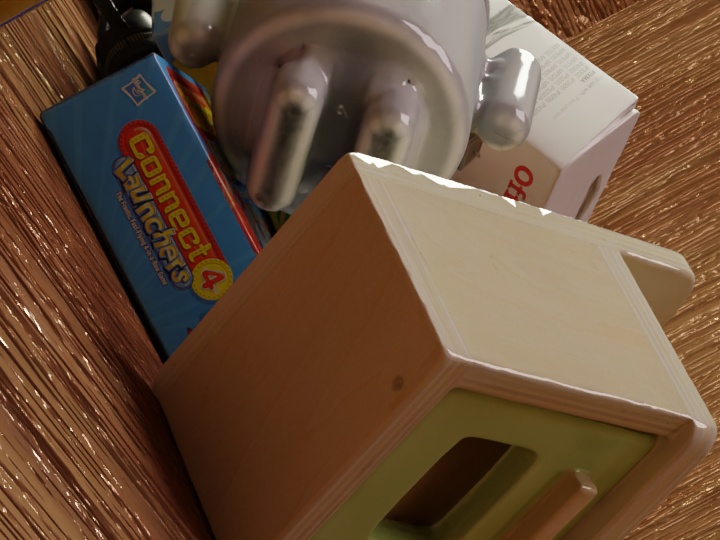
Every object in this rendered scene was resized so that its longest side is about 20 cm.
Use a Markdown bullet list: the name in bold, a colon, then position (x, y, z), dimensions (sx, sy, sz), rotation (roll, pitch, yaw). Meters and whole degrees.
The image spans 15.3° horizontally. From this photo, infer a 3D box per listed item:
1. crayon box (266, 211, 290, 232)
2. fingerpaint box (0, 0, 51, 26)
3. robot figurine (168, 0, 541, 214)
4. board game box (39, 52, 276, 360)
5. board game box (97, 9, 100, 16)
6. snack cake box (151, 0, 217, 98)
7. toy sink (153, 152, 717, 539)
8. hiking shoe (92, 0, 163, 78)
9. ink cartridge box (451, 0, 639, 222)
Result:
- **crayon box**: position (0.000, 0.000, 1.271), dimensions (0.127, 0.051, 0.200), rotation (59, 3, -43)
- **fingerpaint box**: position (-0.102, -0.218, 1.101), dimensions (0.167, 0.200, 0.073), rotation (61, 2, -8)
- **robot figurine**: position (-0.003, -0.097, 1.194), dimensions (0.200, 0.169, 0.113), rotation (-76, -173, -55)
- **board game box**: position (-0.059, 0.009, 1.195), dimensions (0.196, 0.056, 0.200), rotation (62, 2, 1)
- **board game box**: position (-0.132, -0.152, 1.714), dimensions (0.126, 0.035, 0.200), rotation (60, 3, -26)
- **snack cake box**: position (-0.039, -0.097, 1.382), dimensions (0.115, 0.067, 0.200), rotation (-96, 163, -46)
- **toy sink**: position (0.047, 0.057, 1.029), dimensions (0.200, 0.130, 0.112), rotation (16, 36, -42)
- **hiking shoe**: position (-0.097, -0.109, 1.471), dimensions (0.200, 0.076, 0.101), rotation (16, 49, -86)
- **ink cartridge box**: position (0.040, -0.088, 1.526), dimensions (0.200, 0.083, 0.147), rotation (38, -40, 14)
